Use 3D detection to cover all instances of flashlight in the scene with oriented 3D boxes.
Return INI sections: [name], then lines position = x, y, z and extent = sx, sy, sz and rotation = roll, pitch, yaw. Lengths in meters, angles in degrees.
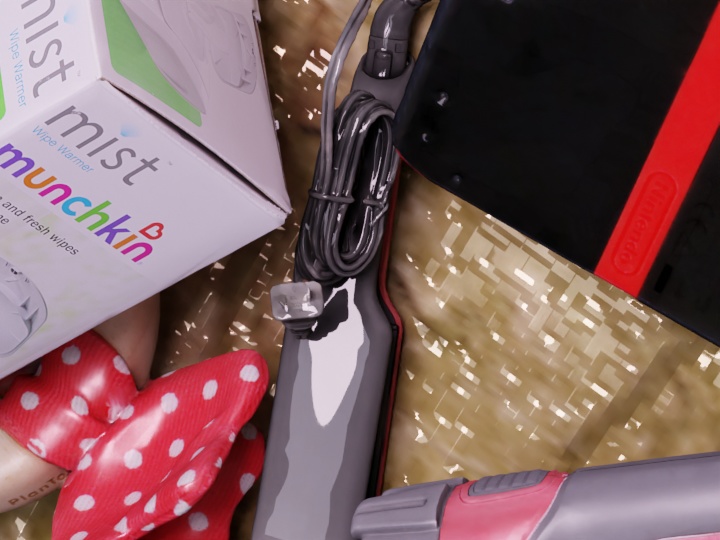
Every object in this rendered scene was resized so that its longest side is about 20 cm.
[flashlight]
position = 0.099, 0.087, 0.872
extent = 0.200, 0.068, 0.068
rotation = -7, 58, 20

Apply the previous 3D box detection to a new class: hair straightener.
[hair straightener]
position = 0.000, 0.000, 0.899
extent = 0.041, 0.077, 0.200
rotation = 15, 99, 8

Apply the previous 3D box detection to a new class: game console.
[game console]
position = 0.112, -0.068, 0.809
extent = 0.177, 0.031, 0.200
rotation = 31, 128, 12

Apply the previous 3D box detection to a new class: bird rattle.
[bird rattle]
position = -0.123, 0.031, 0.943
extent = 0.200, 0.113, 0.163
rotation = -12, 69, 25

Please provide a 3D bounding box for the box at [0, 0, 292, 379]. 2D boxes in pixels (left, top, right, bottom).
[box]
position = -0.126, -0.072, 0.891
extent = 0.176, 0.097, 0.200
rotation = -28, 51, 23
